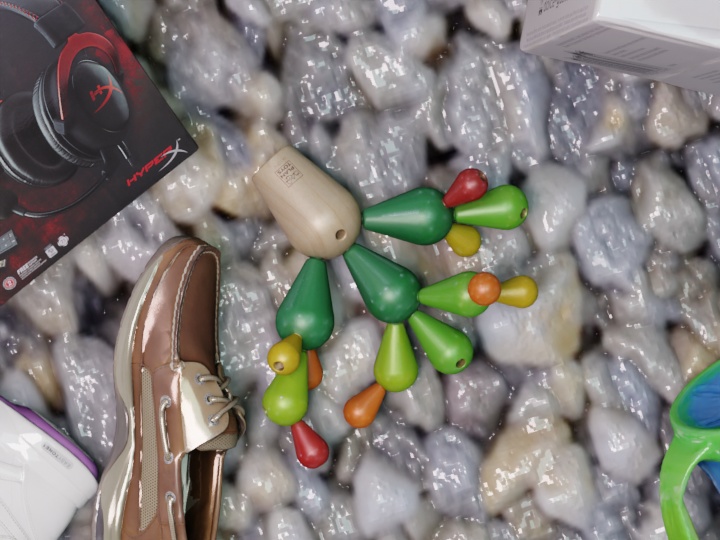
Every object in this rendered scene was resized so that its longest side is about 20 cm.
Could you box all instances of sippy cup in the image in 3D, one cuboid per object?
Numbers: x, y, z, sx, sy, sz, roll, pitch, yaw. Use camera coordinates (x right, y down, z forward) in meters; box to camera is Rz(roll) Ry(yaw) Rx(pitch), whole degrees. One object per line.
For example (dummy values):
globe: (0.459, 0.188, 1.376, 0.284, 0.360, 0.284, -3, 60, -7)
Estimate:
sippy cup: (0.267, 0.116, 1.576, 0.177, 0.140, 0.131, -22, 106, 16)

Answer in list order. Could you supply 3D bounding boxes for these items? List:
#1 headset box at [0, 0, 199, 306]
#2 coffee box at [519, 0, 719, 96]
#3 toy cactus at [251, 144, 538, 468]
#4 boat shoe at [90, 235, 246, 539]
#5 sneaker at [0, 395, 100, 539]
headset box: (-0.207, -0.105, 1.478, 0.149, 0.075, 0.200, -38, 122, -7)
coffee box: (0.220, -0.207, 1.523, 0.199, 0.200, 0.199, 11, 88, -9)
toy cactus: (0.000, 0.000, 1.551, 0.200, 0.102, 0.165, -43, 87, 2)
boat shoe: (-0.098, 0.081, 1.527, 0.072, 0.076, 0.201, 11, 98, 26)
sneaker: (-0.246, 0.094, 1.511, 0.200, 0.075, 0.100, 37, 84, -8)
